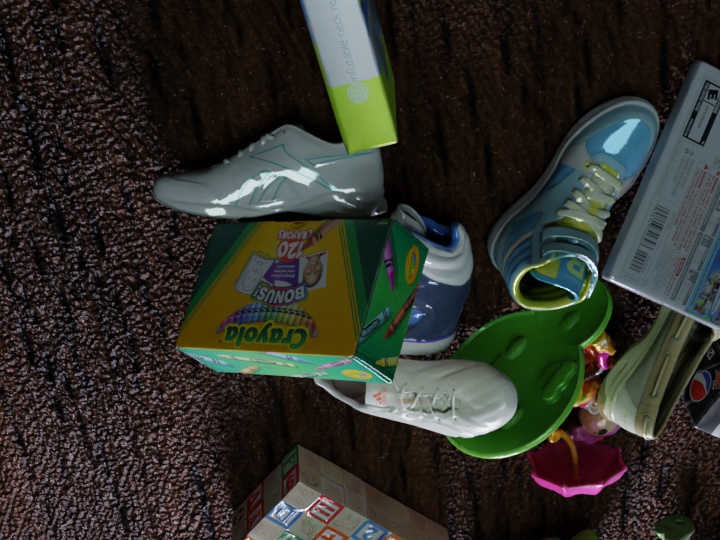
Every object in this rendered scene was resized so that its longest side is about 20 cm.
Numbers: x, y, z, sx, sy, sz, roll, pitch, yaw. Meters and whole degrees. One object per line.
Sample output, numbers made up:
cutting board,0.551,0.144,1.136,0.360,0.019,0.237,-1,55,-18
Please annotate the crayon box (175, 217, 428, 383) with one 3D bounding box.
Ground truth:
crayon box,-0.050,0.024,1.092,0.199,0.119,0.058,0,155,38

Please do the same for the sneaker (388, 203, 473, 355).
sneaker,0.000,0.000,1.159,0.199,0.081,0.147,2,124,-8

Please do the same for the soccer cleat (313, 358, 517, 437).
soccer cleat,0.046,0.109,1.181,0.077,0.199,0.070,6,90,-50

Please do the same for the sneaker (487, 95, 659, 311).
sneaker,0.192,-0.045,1.120,0.079,0.131,0.200,28,115,-19

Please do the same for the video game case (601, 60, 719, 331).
video game case,0.323,-0.052,1.143,0.181,0.022,0.201,23,91,-17

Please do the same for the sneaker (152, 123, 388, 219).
sneaker,-0.077,-0.083,1.122,0.199,0.070,0.081,-2,98,1

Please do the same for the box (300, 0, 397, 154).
box,-0.017,-0.205,1.009,0.047,0.122,0.201,-12,122,8

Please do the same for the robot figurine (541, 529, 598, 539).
robot figurine,0.185,0.359,1.376,0.175,0.116,0.200,45,114,2

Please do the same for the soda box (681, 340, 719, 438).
soda box,0.411,0.144,1.288,0.199,0.071,0.063,23,118,-18

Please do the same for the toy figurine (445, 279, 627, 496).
toy figurine,0.197,0.129,1.254,0.200,0.150,0.184,-49,130,-4

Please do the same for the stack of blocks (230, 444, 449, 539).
stack of blocks,-0.019,0.274,1.342,0.200,0.059,0.115,32,114,-22

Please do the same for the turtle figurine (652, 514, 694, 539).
turtle figurine,0.311,0.368,1.378,0.199,0.144,0.195,3,118,-11

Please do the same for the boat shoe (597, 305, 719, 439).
boat shoe,0.294,0.063,1.187,0.201,0.063,0.073,-47,137,-15
